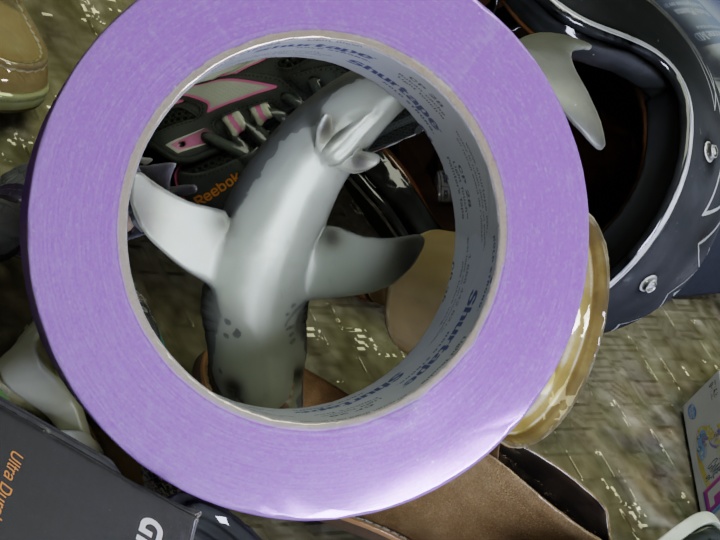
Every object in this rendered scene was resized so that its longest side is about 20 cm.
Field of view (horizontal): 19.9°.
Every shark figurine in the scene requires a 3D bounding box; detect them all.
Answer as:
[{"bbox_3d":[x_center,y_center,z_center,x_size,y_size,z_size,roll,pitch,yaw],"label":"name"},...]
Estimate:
[{"bbox_3d":[-0.009,-0.044,0.825,0.128,0.215,0.090,42,3,-16],"label":"shark figurine"}]

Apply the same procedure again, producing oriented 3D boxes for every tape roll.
[{"bbox_3d":[-0.021,-0.014,0.739,0.200,0.201,0.066,32,-6,-11],"label":"tape roll"}]

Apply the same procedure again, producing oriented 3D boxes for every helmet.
[{"bbox_3d":[0.091,-0.063,1.032,0.190,0.200,0.200,40,31,-14],"label":"helmet"}]

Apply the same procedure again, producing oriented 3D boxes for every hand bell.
[{"bbox_3d":[0.000,0.000,0.912,0.199,0.105,0.104,17,19,34],"label":"hand bell"}]

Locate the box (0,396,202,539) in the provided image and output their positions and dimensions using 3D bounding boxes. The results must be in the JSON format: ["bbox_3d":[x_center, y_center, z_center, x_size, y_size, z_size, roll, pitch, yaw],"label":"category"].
[{"bbox_3d":[-0.154,0.101,0.589,0.198,0.050,0.200,31,35,-13],"label":"box"}]

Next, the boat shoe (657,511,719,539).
[{"bbox_3d":[0.133,0.155,0.889,0.066,0.075,0.199,46,14,17],"label":"boat shoe"}]

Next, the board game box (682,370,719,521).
[{"bbox_3d":[0.239,0.155,1.056,0.134,0.034,0.201,26,35,-20],"label":"board game box"}]

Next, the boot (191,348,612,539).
[{"bbox_3d":[0.021,0.080,0.891,0.199,0.076,0.074,34,34,-7],"label":"boot"}]

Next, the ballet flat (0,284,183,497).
[{"bbox_3d":[-0.102,0.068,0.782,0.075,0.068,0.201,26,34,-47],"label":"ballet flat"}]

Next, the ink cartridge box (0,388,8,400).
[{"bbox_3d":[-0.187,0.107,0.654,0.199,0.067,0.117,0,51,-46],"label":"ink cartridge box"}]

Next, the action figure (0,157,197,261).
[{"bbox_3d":[-0.149,-0.016,0.802,0.200,0.130,0.070,-31,98,-51],"label":"action figure"}]

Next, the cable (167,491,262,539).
[{"bbox_3d":[-0.001,0.156,0.751,0.199,0.050,0.097,26,37,-23],"label":"cable"}]

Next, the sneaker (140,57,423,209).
[{"bbox_3d":[-0.043,-0.057,0.908,0.080,0.199,0.087,52,40,-23],"label":"sneaker"}]

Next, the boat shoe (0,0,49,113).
[{"bbox_3d":[-0.208,-0.158,0.958,0.073,0.063,0.201,-14,59,-51],"label":"boat shoe"}]

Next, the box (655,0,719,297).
[{"bbox_3d":[0.177,-0.096,1.217,0.199,0.123,0.199,-4,53,-47],"label":"box"}]
